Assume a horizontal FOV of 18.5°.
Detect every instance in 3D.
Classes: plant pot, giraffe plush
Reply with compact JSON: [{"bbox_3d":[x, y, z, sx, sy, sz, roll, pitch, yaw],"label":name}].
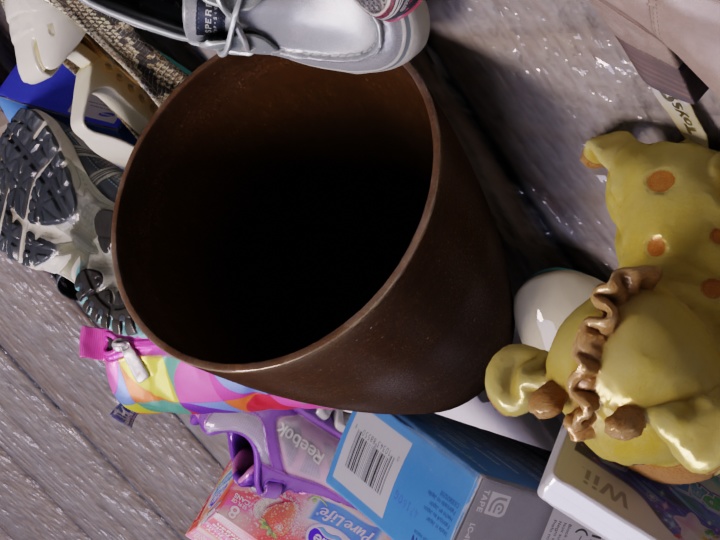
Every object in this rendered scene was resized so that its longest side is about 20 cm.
[{"bbox_3d":[0.000,0.000,1.160,0.186,0.188,0.200,14,164,34],"label":"plant pot"},{"bbox_3d":[0.155,0.028,1.018,0.200,0.163,0.172,40,154,-19],"label":"giraffe plush"}]

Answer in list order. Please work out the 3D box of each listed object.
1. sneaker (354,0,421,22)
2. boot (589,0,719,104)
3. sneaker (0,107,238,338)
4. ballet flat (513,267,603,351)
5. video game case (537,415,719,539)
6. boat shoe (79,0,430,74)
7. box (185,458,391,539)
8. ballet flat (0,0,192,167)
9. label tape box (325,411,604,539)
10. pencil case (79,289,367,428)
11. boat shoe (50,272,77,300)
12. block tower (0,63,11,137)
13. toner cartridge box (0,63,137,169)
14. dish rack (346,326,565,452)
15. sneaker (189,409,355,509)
[{"bbox_3d":[-0.043,-0.182,0.963,0.200,0.075,0.080,47,152,-26],"label":"sneaker"},{"bbox_3d":[0.160,-0.115,0.866,0.199,0.070,0.147,15,148,31],"label":"boot"},{"bbox_3d":[-0.141,-0.021,1.248,0.086,0.078,0.200,9,-154,-46],"label":"sneaker"},{"bbox_3d":[0.151,0.075,1.221,0.069,0.070,0.200,6,149,44],"label":"ballet flat"},{"bbox_3d":[0.171,0.090,1.097,0.143,0.200,0.018,32,123,-1],"label":"video game case"},{"bbox_3d":[-0.064,-0.131,1.069,0.200,0.071,0.070,19,127,28],"label":"boat shoe"},{"bbox_3d":[-0.012,0.200,1.603,0.199,0.103,0.095,34,155,-7],"label":"box"},{"bbox_3d":[-0.142,-0.111,1.213,0.200,0.075,0.068,45,153,-26],"label":"ballet flat"},{"bbox_3d":[0.100,0.142,1.252,0.199,0.066,0.143,22,-175,-31],"label":"label tape box"},{"bbox_3d":[-0.068,0.048,1.332,0.199,0.089,0.089,-4,139,33],"label":"pencil case"},{"bbox_3d":[-0.154,-0.010,1.319,0.198,0.066,0.075,20,154,21],"label":"boat shoe"},{"bbox_3d":[-0.271,-0.147,1.298,0.054,0.058,0.200,-25,134,9],"label":"block tower"},{"bbox_3d":[-0.145,-0.050,1.366,0.095,0.043,0.200,18,152,28],"label":"toner cartridge box"},{"bbox_3d":[0.049,0.080,1.383,0.199,0.044,0.172,9,148,42],"label":"dish rack"},{"bbox_3d":[-0.042,0.124,1.500,0.200,0.089,0.080,45,166,-25],"label":"sneaker"}]
